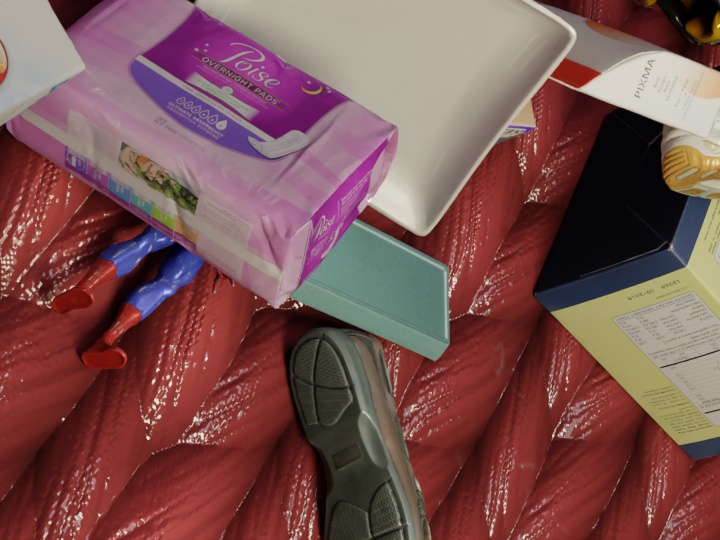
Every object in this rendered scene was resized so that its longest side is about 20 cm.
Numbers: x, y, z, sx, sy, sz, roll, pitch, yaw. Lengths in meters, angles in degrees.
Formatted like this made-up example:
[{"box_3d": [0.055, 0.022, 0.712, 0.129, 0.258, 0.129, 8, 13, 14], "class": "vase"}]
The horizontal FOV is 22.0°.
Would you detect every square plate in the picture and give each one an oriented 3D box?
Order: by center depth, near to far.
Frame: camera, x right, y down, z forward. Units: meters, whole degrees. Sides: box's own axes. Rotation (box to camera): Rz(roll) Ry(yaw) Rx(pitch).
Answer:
[{"box_3d": [0.001, -0.133, 1.083, 0.197, 0.200, 0.029, 33, 46, -4], "class": "square plate"}]

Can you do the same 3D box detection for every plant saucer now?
[{"box_3d": [0.000, 0.000, 1.179, 0.199, 0.019, 0.071, 26, 59, -51], "class": "plant saucer"}]

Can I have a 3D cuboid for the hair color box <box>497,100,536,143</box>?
[{"box_3d": [0.050, -0.189, 1.290, 0.109, 0.064, 0.202, -1, 78, -44], "class": "hair color box"}]

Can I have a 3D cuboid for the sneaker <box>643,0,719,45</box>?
[{"box_3d": [0.303, -0.213, 1.536, 0.199, 0.078, 0.083, 25, 63, -24], "class": "sneaker"}]

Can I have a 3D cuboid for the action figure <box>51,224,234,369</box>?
[{"box_3d": [-0.101, -0.022, 1.099, 0.066, 0.051, 0.200, 59, 43, -21], "class": "action figure"}]

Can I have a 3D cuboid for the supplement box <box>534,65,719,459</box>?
[{"box_3d": [0.266, -0.005, 1.378, 0.200, 0.134, 0.201, 44, 51, -22], "class": "supplement box"}]

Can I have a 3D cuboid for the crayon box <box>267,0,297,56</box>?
[{"box_3d": [-0.010, -0.243, 1.156, 0.200, 0.050, 0.128, -44, 136, -31], "class": "crayon box"}]

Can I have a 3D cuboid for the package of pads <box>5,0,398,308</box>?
[{"box_3d": [-0.089, -0.079, 1.053, 0.199, 0.076, 0.121, 31, 50, 13], "class": "package of pads"}]

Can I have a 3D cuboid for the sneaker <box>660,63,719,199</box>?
[{"box_3d": [0.288, -0.090, 1.282, 0.199, 0.075, 0.089, 13, 67, -39], "class": "sneaker"}]

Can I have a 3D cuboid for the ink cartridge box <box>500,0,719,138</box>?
[{"box_3d": [0.119, -0.151, 1.189, 0.199, 0.162, 0.051, 18, 99, -42], "class": "ink cartridge box"}]

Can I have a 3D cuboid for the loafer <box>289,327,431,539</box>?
[{"box_3d": [0.013, 0.131, 1.143, 0.063, 0.071, 0.202, -3, 76, -49], "class": "loafer"}]

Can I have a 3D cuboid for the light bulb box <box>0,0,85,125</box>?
[{"box_3d": [-0.279, -0.130, 0.916, 0.200, 0.124, 0.200, -37, 101, -43], "class": "light bulb box"}]
